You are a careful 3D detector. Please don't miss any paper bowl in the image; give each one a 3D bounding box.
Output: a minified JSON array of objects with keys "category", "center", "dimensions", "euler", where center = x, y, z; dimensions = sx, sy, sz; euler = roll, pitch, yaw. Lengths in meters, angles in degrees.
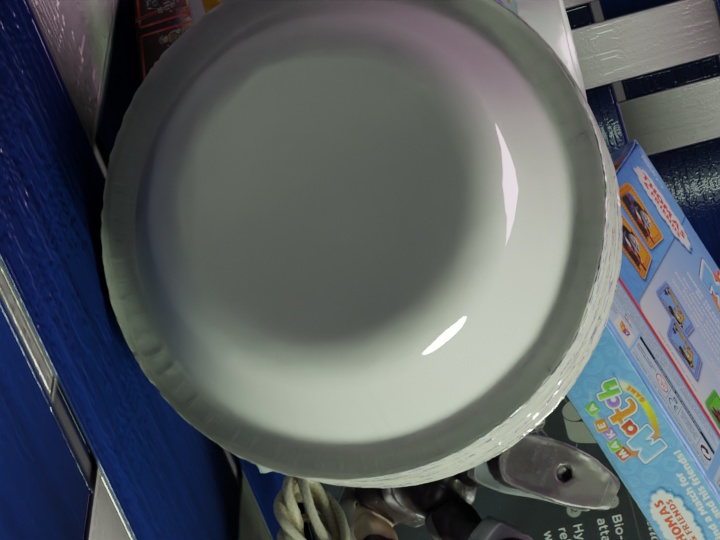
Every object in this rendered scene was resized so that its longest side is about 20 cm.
[{"category":"paper bowl","center":[-0.003,-0.019,0.840],"dimensions":[0.104,0.199,0.202],"euler":[32,44,-75]}]

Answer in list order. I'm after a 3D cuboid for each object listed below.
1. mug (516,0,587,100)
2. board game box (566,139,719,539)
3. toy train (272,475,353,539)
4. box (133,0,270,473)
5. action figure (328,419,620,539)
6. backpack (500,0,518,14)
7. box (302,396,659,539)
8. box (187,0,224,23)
[{"category":"mug","center":[0.052,-0.153,1.474],"dimensions":[0.148,0.174,0.201],"euler":[-56,132,-78]},{"category":"board game box","center":[0.135,0.034,0.982],"dimensions":[0.152,0.036,0.200],"euler":[57,23,-5]},{"category":"toy train","center":[-0.001,0.171,0.956],"dimensions":[0.116,0.084,0.201],"euler":[81,-3,-70]},{"category":"box","center":[-0.059,-0.026,1.019],"dimensions":[0.137,0.040,0.201],"euler":[61,16,-54]},{"category":"action figure","center":[0.045,0.099,0.974],"dimensions":[0.200,0.069,0.131],"euler":[17,-91,69]},{"category":"backpack","center":[0.006,-0.141,1.270],"dimensions":[0.177,0.150,0.201],"euler":[36,42,-40]},{"category":"box","center":[0.083,0.144,1.118],"dimensions":[0.117,0.199,0.198],"euler":[15,61,-80]},{"category":"box","center":[0.006,-0.055,0.974],"dimensions":[0.101,0.112,0.201],"euler":[-73,149,-73]}]
